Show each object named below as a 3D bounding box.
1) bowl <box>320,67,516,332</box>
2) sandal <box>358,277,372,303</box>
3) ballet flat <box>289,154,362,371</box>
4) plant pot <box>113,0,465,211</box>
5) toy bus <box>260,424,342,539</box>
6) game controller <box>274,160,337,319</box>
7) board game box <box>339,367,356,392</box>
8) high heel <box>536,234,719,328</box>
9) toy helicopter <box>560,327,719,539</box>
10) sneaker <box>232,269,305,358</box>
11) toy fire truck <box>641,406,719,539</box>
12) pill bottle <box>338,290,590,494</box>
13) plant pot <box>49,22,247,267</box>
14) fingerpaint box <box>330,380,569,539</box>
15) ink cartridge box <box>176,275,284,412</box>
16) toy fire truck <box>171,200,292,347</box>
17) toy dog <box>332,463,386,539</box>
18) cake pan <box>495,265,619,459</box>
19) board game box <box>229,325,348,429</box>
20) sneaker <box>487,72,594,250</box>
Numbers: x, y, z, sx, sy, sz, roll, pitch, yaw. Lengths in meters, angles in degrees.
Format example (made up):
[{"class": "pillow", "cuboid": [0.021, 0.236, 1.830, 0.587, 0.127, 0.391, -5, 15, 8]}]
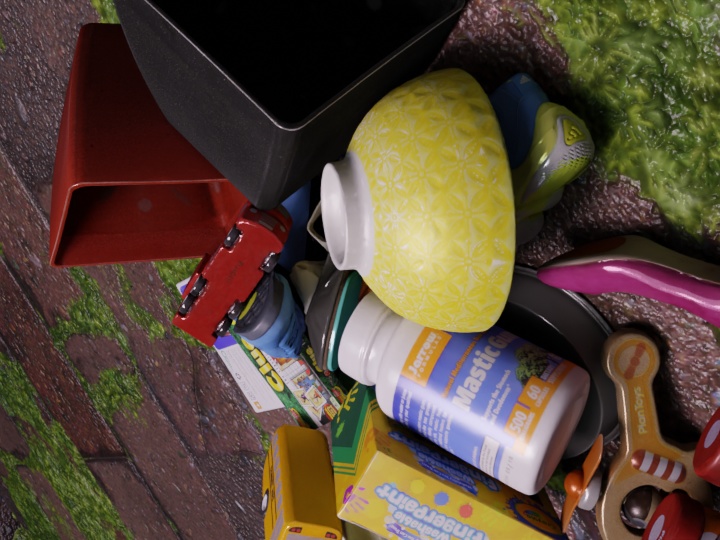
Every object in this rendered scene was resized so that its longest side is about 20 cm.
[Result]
[{"class": "bowl", "cuboid": [0.030, -0.047, 0.694, 0.200, 0.106, 0.204, 173, 90, -76]}, {"class": "sandal", "cuboid": [0.004, -0.003, 0.904, 0.079, 0.059, 0.210, -27, 77, 54]}, {"class": "ballet flat", "cuboid": [-0.021, -0.012, 0.833, 0.068, 0.068, 0.203, 21, 97, 15]}, {"class": "plant pot", "cuboid": [-0.069, -0.172, 0.741, 0.200, 0.199, 0.178, 43, 151, 11]}, {"class": "toy bus", "cuboid": [-0.061, 0.253, 0.945, 0.064, 0.201, 0.079, 15, 113, -15]}, {"class": "game controller", "cuboid": [-0.064, -0.051, 0.897, 0.104, 0.042, 0.203, 44, 137, 46]}, {"class": "board game box", "cuboid": [0.058, 0.148, 0.989, 0.199, 0.023, 0.106, 31, 140, 25]}, {"class": "high heel", "cuboid": [0.224, 0.025, 0.673, 0.198, 0.067, 0.098, -4, 106, 44]}, {"class": "toy helicopter", "cuboid": [0.222, 0.149, 0.751, 0.130, 0.079, 0.204, -9, 97, 6]}, {"class": "sneaker", "cuboid": [-0.076, 0.047, 0.851, 0.078, 0.066, 0.200, 36, 172, -9]}, {"class": "toy fire truck", "cuboid": [0.282, 0.182, 0.623, 0.111, 0.168, 0.202, 29, 96, 7]}, {"class": "pill bottle", "cuboid": [0.082, 0.092, 0.773, 0.198, 0.112, 0.113, 26, 136, 24]}, {"class": "plant pot", "cuboid": [-0.202, -0.126, 0.889, 0.200, 0.197, 0.179, -40, 59, 59]}, {"class": "fingerpaint box", "cuboid": [0.076, 0.191, 0.829, 0.198, 0.167, 0.074, 29, 104, -11]}, {"class": "ink cartridge box", "cuboid": [-0.116, 0.072, 1.096, 0.199, 0.043, 0.200, -19, 104, 53]}, {"class": "toy fire truck", "cuboid": [-0.120, -0.006, 0.865, 0.048, 0.142, 0.201, 31, 123, -11]}, {"class": "toy dog", "cuboid": [-0.001, 0.266, 1.040, 0.196, 0.138, 0.200, 60, 154, 12]}, {"class": "cake pan", "cuboid": [0.150, 0.091, 0.834, 0.199, 0.037, 0.203, 28, 137, 30]}, {"class": "board game box", "cuboid": [-0.093, 0.086, 1.018, 0.201, 0.023, 0.105, 53, 147, 0]}, {"class": "sneaker", "cuboid": [0.108, -0.079, 0.732, 0.106, 0.075, 0.200, 62, 146, 18]}]
